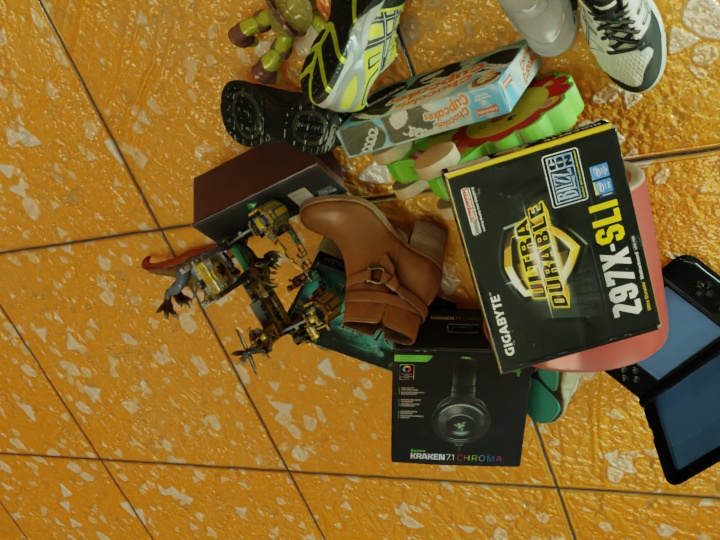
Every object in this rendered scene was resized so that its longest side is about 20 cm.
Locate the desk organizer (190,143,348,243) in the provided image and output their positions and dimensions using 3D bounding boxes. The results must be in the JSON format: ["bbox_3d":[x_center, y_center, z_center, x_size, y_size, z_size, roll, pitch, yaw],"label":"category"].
[{"bbox_3d":[-0.121,-0.110,1.112,0.199,0.078,0.072,-23,146,24],"label":"desk organizer"}]

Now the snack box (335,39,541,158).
[{"bbox_3d":[0.082,-0.181,0.914,0.199,0.116,0.037,-11,118,35],"label":"snack box"}]

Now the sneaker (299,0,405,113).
[{"bbox_3d":[0.009,-0.260,0.905,0.075,0.076,0.201,43,108,42],"label":"sneaker"}]

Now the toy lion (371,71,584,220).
[{"bbox_3d":[0.127,-0.142,0.896,0.069,0.191,0.200,56,171,-22],"label":"toy lion"}]

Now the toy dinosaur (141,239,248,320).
[{"bbox_3d":[-0.236,-0.010,1.257,0.200,0.105,0.182,42,114,12],"label":"toy dinosaur"}]

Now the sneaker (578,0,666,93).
[{"bbox_3d":[0.228,-0.247,0.799,0.075,0.088,0.201,-9,120,33],"label":"sneaker"}]

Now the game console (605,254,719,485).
[{"bbox_3d":[0.360,0.115,0.979,0.175,0.117,0.200,37,134,-1],"label":"game console"}]

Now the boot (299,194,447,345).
[{"bbox_3d":[0.000,0.000,1.058,0.198,0.156,0.077,18,156,2],"label":"boot"}]

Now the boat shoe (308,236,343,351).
[{"bbox_3d":[-0.051,0.043,1.200,0.073,0.063,0.201,18,131,17],"label":"boat shoe"}]

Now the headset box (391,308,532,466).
[{"bbox_3d":[0.126,0.144,1.107,0.172,0.093,0.202,2,121,2],"label":"headset box"}]

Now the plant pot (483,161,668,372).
[{"bbox_3d":[0.227,-0.018,0.919,0.199,0.200,0.179,7,117,26],"label":"plant pot"}]

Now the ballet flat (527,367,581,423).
[{"bbox_3d":[0.250,0.134,1.084,0.069,0.070,0.201,22,154,13],"label":"ballet flat"}]

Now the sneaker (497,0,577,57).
[{"bbox_3d":[0.136,-0.278,0.808,0.075,0.115,0.201,-14,116,37],"label":"sneaker"}]

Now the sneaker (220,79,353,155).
[{"bbox_3d":[-0.082,-0.180,1.025,0.199,0.090,0.077,22,113,30],"label":"sneaker"}]

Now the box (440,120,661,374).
[{"bbox_3d":[0.178,-0.021,0.807,0.158,0.049,0.202,-16,104,4],"label":"box"}]

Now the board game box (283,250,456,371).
[{"bbox_3d":[0.010,0.064,1.149,0.198,0.028,0.136,21,127,-12],"label":"board game box"}]

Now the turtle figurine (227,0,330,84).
[{"bbox_3d":[-0.073,-0.277,0.966,0.200,0.065,0.161,47,133,-10],"label":"turtle figurine"}]

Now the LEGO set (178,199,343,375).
[{"bbox_3d":[-0.128,0.024,1.066,0.153,0.116,0.201,-17,103,37],"label":"LEGO set"}]
